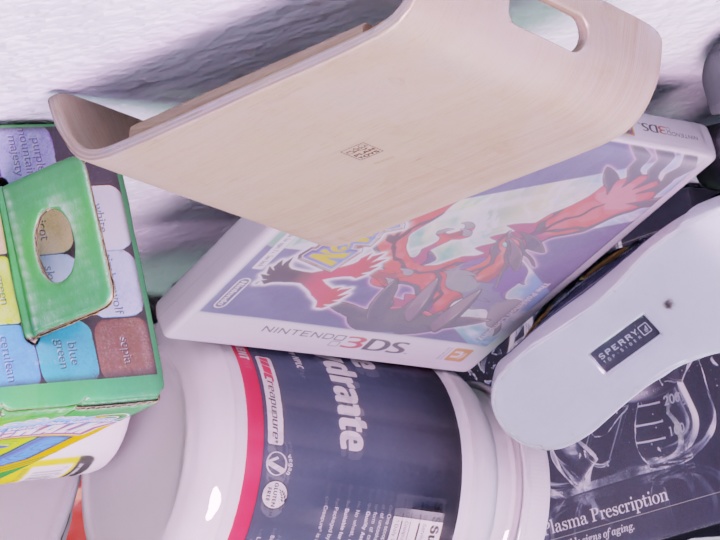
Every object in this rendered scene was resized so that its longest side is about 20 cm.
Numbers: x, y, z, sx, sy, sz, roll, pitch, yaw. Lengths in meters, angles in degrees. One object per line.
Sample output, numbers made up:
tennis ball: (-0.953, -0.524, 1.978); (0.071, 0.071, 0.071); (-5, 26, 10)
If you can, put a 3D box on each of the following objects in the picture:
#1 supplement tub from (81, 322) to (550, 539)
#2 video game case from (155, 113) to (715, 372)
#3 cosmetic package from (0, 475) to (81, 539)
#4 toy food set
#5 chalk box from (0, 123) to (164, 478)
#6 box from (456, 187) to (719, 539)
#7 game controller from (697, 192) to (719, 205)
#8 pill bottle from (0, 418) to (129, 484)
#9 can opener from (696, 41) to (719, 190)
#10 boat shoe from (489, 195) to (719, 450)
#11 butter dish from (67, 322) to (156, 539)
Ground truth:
supplement tub: (-0.023, 0.104, 1.454); (0.200, 0.140, 0.140); (10, 159, -30)
video game case: (0.033, -0.017, 1.350); (0.182, 0.023, 0.200); (8, 144, -36)
cosmetic package: (-0.263, 0.164, 1.491); (0.200, 0.165, 0.165); (19, 153, -1)
toy food set: (-0.002, -0.074, 1.167); (0.200, 0.060, 0.143); (-22, 153, 35)
chalk box: (-0.169, 0.013, 1.226); (0.124, 0.125, 0.200); (-3, 165, -36)
box: (0.153, 0.069, 1.666); (0.200, 0.182, 0.104); (-22, 164, 38)
game controller: (0.231, -0.035, 1.501); (0.104, 0.042, 0.200); (-16, -177, 29)
pill bottle: (-0.216, 0.050, 1.382); (0.200, 0.111, 0.111); (-5, 166, -32)
can opener: (0.182, -0.074, 1.361); (0.053, 0.067, 0.200); (-17, -179, -1)
boat shoe: (0.148, 0.005, 1.400); (0.200, 0.071, 0.091); (-32, -167, 27)
butter dish: (-0.168, 0.113, 1.647); (0.200, 0.148, 0.199); (-18, 166, 30)
